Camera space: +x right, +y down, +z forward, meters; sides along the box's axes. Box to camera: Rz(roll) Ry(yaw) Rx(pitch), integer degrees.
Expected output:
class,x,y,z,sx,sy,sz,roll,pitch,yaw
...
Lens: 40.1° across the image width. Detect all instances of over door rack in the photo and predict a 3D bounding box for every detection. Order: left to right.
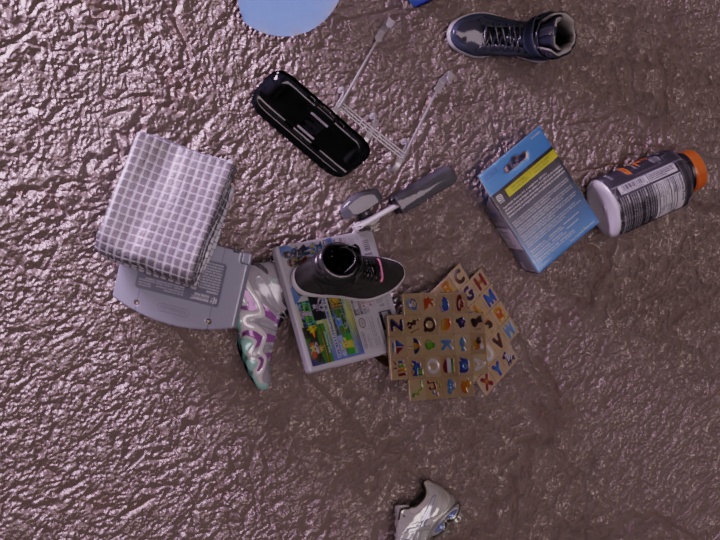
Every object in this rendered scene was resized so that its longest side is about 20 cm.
class,x,y,z,sx,sy,sz,roll,pitch,yaw
over door rack,0.044,-0.276,1.587,0.147,0.066,0.202,36,71,-16

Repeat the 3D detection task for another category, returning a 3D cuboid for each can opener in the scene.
class,x,y,z,sx,sy,sz,roll,pitch,yaw
can opener,0.064,-0.122,1.607,0.198,0.053,0.067,-27,100,-13

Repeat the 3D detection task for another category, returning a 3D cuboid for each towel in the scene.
class,x,y,z,sx,sy,sz,roll,pitch,yaw
towel,-0.283,-0.093,1.450,0.163,0.086,0.203,17,80,5

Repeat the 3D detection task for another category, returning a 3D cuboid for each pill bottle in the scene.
class,x,y,z,sx,sy,sz,roll,pitch,yaw
pill bottle,0.500,-0.141,1.705,0.197,0.106,0.108,-23,101,-13

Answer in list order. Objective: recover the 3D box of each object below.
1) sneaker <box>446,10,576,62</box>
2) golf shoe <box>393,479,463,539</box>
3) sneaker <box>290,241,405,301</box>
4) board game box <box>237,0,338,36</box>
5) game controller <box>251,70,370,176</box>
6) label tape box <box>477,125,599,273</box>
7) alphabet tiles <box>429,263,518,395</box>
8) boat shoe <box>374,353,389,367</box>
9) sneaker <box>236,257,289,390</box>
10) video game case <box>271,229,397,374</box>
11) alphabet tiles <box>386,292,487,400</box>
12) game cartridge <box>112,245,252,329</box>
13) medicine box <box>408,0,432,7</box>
class,x,y,z,sx,sy,sz,roll,pitch,yaw
sneaker,0.251,-0.382,1.591,0.198,0.146,0.079,2,96,-15
golf shoe,0.080,0.445,1.665,0.097,0.078,0.200,43,77,2
sneaker,0.000,0.000,1.517,0.197,0.099,0.072,-2,72,-29
board game box,-0.126,-0.462,1.531,0.155,0.039,0.204,-18,95,-9
game controller,-0.077,-0.226,1.534,0.199,0.104,0.042,39,45,-16
label tape box,0.290,-0.120,1.668,0.143,0.063,0.201,-37,104,-9
alphabet tiles,0.188,0.100,1.656,0.166,0.006,0.202,-41,105,-31
boat shoe,0.103,0.140,1.639,0.197,0.072,0.073,22,76,-17
sneaker,-0.132,0.078,1.555,0.138,0.078,0.204,-16,100,-13
video game case,-0.033,0.046,1.555,0.180,0.022,0.204,-11,79,-30
alphabet tiles,0.126,0.121,1.596,0.197,0.006,0.170,0,82,-33
game cartridge,-0.271,0.016,1.499,0.196,0.040,0.136,14,87,6
medicine box,0.084,-0.525,1.509,0.103,0.182,0.200,-43,104,-7
